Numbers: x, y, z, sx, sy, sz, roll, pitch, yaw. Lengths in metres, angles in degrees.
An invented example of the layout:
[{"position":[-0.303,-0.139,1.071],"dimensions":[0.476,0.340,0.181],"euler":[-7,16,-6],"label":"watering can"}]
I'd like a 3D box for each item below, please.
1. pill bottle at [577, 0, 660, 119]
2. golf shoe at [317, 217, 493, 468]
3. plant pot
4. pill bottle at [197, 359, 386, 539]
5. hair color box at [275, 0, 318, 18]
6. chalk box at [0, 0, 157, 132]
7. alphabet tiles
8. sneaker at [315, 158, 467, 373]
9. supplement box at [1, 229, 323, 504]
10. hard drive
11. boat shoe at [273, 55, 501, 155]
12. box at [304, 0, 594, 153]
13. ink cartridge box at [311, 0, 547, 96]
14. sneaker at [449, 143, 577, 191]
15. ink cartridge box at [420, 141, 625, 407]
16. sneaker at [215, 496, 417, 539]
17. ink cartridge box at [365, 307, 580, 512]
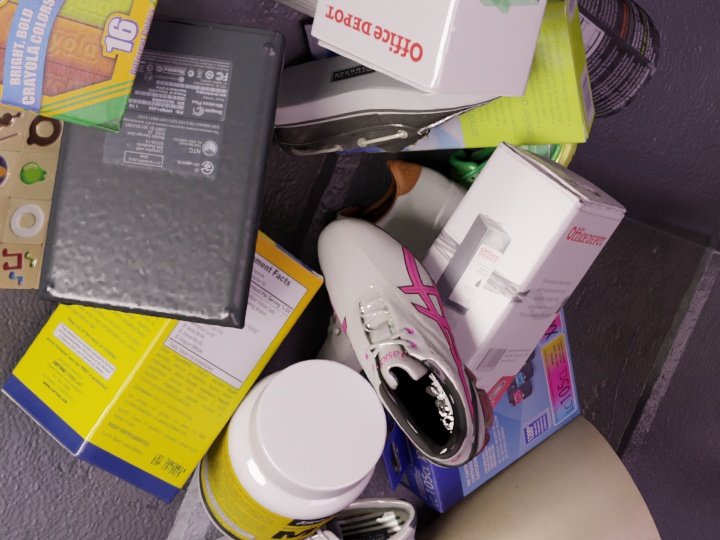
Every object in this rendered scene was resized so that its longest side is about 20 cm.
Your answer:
[{"position":[0.144,-0.205,1.409],"dimensions":[0.200,0.106,0.106],"euler":[30,90,-44],"label":"pill bottle"},{"position":[0.030,0.047,1.269],"dimensions":[0.072,0.200,0.092],"euler":[-33,173,9],"label":"golf shoe"},{"position":[0.144,0.255,1.597],"dimensions":[0.199,0.187,0.188],"euler":[-26,126,-11],"label":"plant pot"},{"position":[-0.052,0.138,1.334],"dimensions":[0.114,0.200,0.115],"euler":[5,71,-13],"label":"pill bottle"},{"position":[-0.010,-0.279,1.248],"dimensions":[0.060,0.100,0.201],"euler":[-11,117,-34],"label":"hair color box"},{"position":[-0.240,-0.174,1.086],"dimensions":[0.200,0.124,0.125],"euler":[10,100,-42],"label":"chalk box"},{"position":[-0.213,-0.066,1.245],"dimensions":[0.199,0.006,0.167],"euler":[2,109,-40],"label":"alphabet tiles"},{"position":[0.000,0.000,1.429],"dimensions":[0.084,0.073,0.200],"euler":[29,98,-13],"label":"sneaker"},{"position":[-0.141,0.045,1.280],"dimensions":[0.200,0.109,0.109],"euler":[-55,138,-2],"label":"supplement box"},{"position":[-0.133,-0.069,1.196],"dimensions":[0.033,0.139,0.201],"euler":[64,35,-85],"label":"hard drive"},{"position":[0.024,-0.124,1.308],"dimensions":[0.071,0.199,0.064],"euler":[-72,148,-43],"label":"boat shoe"},{"position":[0.069,-0.152,1.344],"dimensions":[0.048,0.199,0.122],"euler":[-68,150,-51],"label":"box"},{"position":[0.057,-0.227,1.158],"dimensions":[0.084,0.145,0.201],"euler":[1,110,-37],"label":"ink cartridge box"},{"position":[0.097,-0.057,1.479],"dimensions":[0.083,0.074,0.200],"euler":[32,93,-18],"label":"sneaker"},{"position":[0.105,0.009,1.373],"dimensions":[0.200,0.085,0.146],"euler":[-55,162,11],"label":"ink cartridge box"},{"position":[-0.047,0.221,1.453],"dimensions":[0.199,0.073,0.071],"euler":[-13,144,-22],"label":"sneaker"},{"position":[0.087,0.111,1.536],"dimensions":[0.200,0.076,0.137],"euler":[-31,127,-23],"label":"ink cartridge box"}]
